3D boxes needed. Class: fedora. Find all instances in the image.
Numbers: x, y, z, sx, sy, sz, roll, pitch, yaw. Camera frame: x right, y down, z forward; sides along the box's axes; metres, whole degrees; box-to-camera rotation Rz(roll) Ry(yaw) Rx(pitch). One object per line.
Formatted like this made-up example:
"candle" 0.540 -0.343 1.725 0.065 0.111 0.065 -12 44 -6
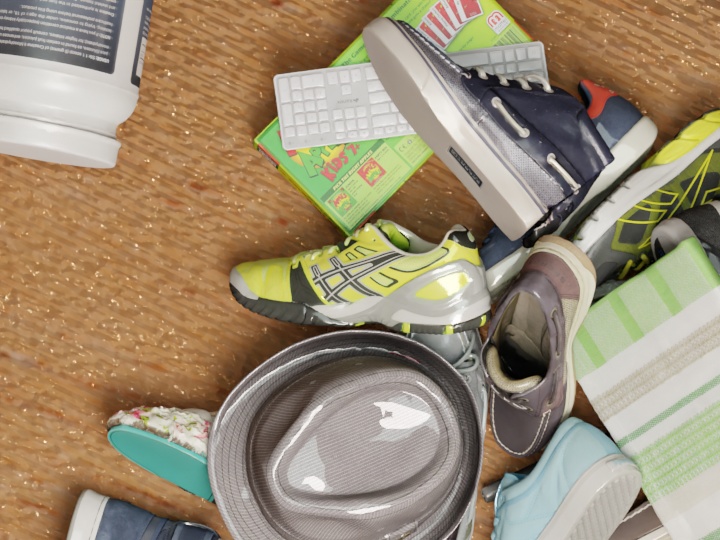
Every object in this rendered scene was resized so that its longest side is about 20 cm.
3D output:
"fedora" -0.007 0.129 1.652 0.199 0.090 0.178 -16 85 -6

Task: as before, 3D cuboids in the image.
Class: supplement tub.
"supplement tub" -0.220 -0.183 1.693 0.140 0.140 0.201 9 87 -2

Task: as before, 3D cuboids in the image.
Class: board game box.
"board game box" 0.026 -0.129 1.749 0.102 0.048 0.200 45 86 0

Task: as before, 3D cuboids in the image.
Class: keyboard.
"keyboard" 0.039 -0.127 1.721 0.199 0.011 0.057 -8 88 -3

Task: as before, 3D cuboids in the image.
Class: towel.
"towel" 0.237 0.093 1.660 0.149 0.031 0.200 -36 79 38

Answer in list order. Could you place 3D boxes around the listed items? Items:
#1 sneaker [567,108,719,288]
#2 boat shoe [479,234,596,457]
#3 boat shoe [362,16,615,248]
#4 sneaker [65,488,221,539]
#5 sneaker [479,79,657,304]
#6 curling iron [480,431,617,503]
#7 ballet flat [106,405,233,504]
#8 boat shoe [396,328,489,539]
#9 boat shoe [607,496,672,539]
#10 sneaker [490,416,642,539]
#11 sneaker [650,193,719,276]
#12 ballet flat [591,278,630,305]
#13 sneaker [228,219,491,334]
"sneaker" 0.219 -0.033 1.727 0.200 0.074 0.085 -43 86 -14
"boat shoe" 0.116 0.063 1.682 0.072 0.200 0.065 35 49 22
"boat shoe" 0.094 -0.117 1.688 0.093 0.075 0.200 -38 89 -15
"sneaker" -0.157 0.274 1.710 0.146 0.077 0.203 14 86 1
"sneaker" 0.125 -0.059 1.743 0.085 0.075 0.200 44 79 7
"curling iron" 0.180 0.123 1.754 0.199 0.026 0.050 -25 130 1
"ballet flat" -0.089 0.142 1.732 0.200 0.076 0.064 29 56 -6
"boat shoe" 0.059 0.116 1.732 0.074 0.065 0.203 3 87 -3
"boat shoe" 0.253 0.160 1.740 0.200 0.072 0.060 -29 69 3
"sneaker" 0.125 0.192 1.725 0.200 0.074 0.082 -53 51 20
"sneaker" 0.298 0.035 1.687 0.112 0.073 0.201 -26 95 -17
"ballet flat" 0.197 0.034 1.743 0.199 0.072 0.072 -17 89 -3
"sneaker" 0.000 0.000 1.708 0.199 0.075 0.077 2 101 19
